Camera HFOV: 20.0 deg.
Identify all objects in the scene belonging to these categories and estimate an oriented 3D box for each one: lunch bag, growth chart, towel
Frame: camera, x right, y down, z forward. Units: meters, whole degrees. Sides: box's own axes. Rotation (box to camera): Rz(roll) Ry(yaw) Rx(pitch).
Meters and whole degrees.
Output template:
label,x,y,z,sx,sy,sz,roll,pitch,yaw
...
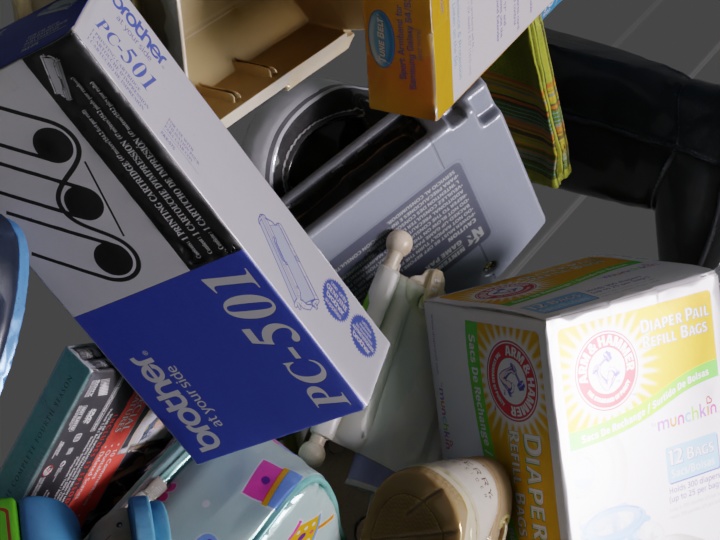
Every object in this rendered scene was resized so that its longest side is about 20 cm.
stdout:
label,x,y,z,sx,sy,sz,roll,pitch,yaw
lunch bag,-0.082,0.163,0.960,0.160,0.077,0.200,-44,156,-19
growth chart,0.057,0.091,1.036,0.200,0.018,0.145,36,75,-29
towel,0.062,-0.129,1.120,0.018,0.086,0.201,-55,145,-32

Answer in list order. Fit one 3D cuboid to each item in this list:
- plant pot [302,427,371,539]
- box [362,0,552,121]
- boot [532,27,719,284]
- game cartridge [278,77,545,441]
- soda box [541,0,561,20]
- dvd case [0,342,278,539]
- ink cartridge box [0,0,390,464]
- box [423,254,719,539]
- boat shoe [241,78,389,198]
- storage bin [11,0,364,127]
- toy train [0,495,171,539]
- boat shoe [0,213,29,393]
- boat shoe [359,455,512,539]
label,x,y,z,sx,sy,sz,roll,pitch,yaw
plant pot,0.068,0.131,1.162,0.177,0.199,0.201,31,76,-45
box,0.060,-0.168,0.959,0.200,0.041,0.120,-49,143,-49
boot,0.143,-0.046,1.186,0.065,0.199,0.166,5,102,-52
game cartridge,0.000,0.000,1.042,0.200,0.042,0.133,-38,145,-7
soda box,0.107,-0.238,1.112,0.068,0.064,0.201,-45,159,-43
dvd case,-0.100,0.091,0.950,0.200,0.022,0.146,-4,129,-58
ink cartridge box,-0.083,-0.015,0.824,0.200,0.094,0.044,53,35,-26
box,0.113,0.102,1.002,0.112,0.101,0.201,-13,101,-31
boat shoe,0.012,-0.062,1.082,0.200,0.066,0.070,-8,110,-59
storage bin,-0.056,-0.154,0.889,0.200,0.093,0.200,-41,136,-46
toy train,-0.121,0.165,0.785,0.200,0.115,0.085,-109,-164,-51
boat shoe,-0.189,0.062,0.768,0.068,0.084,0.201,31,75,-38
boat shoe,0.026,0.173,0.988,0.069,0.074,0.201,-18,140,-46
